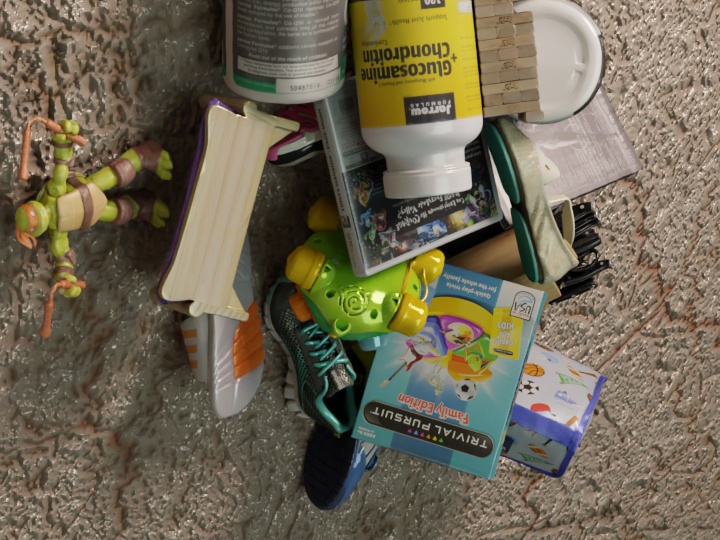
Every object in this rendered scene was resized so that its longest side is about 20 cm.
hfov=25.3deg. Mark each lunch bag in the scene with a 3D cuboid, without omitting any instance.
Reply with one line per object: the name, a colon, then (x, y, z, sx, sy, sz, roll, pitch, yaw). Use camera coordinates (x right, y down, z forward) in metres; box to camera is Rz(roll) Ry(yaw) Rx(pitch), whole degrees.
lunch bag: (0.171, 0.143, 1.763, 0.200, 0.170, 0.124, -24, 137, -79)

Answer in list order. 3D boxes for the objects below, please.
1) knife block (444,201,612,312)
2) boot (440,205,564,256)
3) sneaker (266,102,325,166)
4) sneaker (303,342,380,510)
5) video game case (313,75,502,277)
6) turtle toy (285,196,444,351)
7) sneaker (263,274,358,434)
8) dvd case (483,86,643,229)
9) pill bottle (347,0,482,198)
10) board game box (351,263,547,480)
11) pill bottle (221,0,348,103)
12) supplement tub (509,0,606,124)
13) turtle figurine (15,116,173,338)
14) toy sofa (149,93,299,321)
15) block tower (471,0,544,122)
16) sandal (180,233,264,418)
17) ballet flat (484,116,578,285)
knife block: (0.163, -0.005, 1.704, 0.200, 0.064, 0.176, 3, 137, -28)
boot: (0.148, -0.088, 1.734, 0.151, 0.073, 0.200, 25, 104, -47)
sneaker: (-0.009, -0.131, 1.565, 0.200, 0.074, 0.087, -28, 124, -33)
sneaker: (0.003, 0.175, 1.759, 0.082, 0.074, 0.200, 12, 106, -47)
video game case: (0.049, -0.109, 1.543, 0.200, 0.023, 0.182, -23, 104, -40)
turtle toy: (0.000, 0.000, 1.586, 0.101, 0.146, 0.200, -59, -173, 43)
sneaker: (-0.039, 0.087, 1.653, 0.078, 0.091, 0.200, -31, 130, -21)
dvd case: (0.198, -0.143, 1.716, 0.200, 0.016, 0.149, -23, 84, -31)
pill bottle: (0.052, -0.170, 1.453, 0.112, 0.112, 0.200, -12, 100, -37)
board game box: (0.092, 0.098, 1.652, 0.047, 0.151, 0.200, 23, 83, -78)
pill bottle: (-0.066, -0.258, 1.411, 0.113, 0.113, 0.200, -19, 126, -33)
supplement tub: (0.182, -0.214, 1.593, 0.200, 0.122, 0.123, -56, 168, -78)
turtle figurine: (-0.244, -0.051, 1.411, 0.161, 0.064, 0.200, -20, 117, -42)
toy sofa: (-0.138, -0.059, 1.458, 0.098, 0.083, 0.200, 13, 92, -36)
block tower: (0.128, -0.234, 1.463, 0.058, 0.054, 0.200, -8, 100, 0)
sandal: (-0.141, 0.039, 1.568, 0.079, 0.059, 0.207, -12, 101, -56)
ballet flat: (0.176, -0.078, 1.611, 0.062, 0.067, 0.200, -23, 123, -8)
